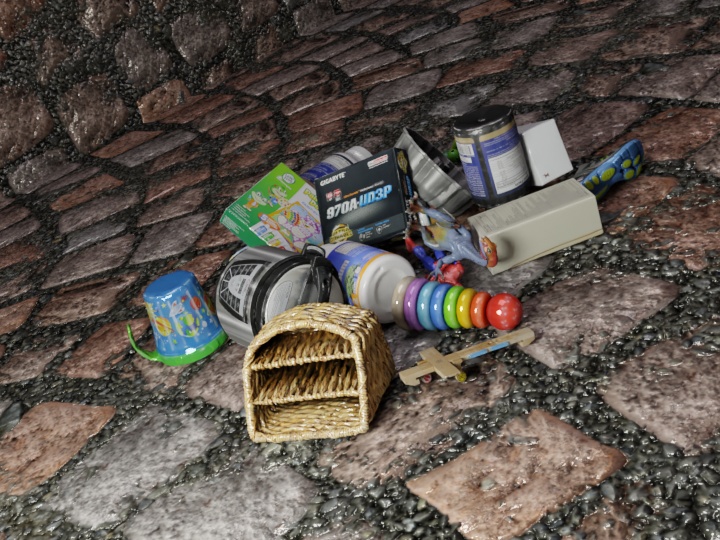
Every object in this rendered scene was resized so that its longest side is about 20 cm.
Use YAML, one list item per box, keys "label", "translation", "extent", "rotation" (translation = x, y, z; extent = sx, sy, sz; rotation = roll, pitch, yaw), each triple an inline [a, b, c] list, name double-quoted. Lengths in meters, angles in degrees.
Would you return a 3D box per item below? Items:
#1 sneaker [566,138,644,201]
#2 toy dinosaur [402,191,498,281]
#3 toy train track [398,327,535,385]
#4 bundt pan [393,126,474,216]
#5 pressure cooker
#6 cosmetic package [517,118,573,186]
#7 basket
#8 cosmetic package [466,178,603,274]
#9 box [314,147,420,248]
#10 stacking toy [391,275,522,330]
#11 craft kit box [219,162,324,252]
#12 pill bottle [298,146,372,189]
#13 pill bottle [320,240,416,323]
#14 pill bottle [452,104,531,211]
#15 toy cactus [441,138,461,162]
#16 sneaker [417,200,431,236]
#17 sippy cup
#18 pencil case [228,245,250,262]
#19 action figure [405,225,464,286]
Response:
- label: "sneaker"
  translation: [0.430, -0.180, 1.698]
  extent: [0.199, 0.071, 0.082]
  rotation: [-33, 33, -20]
- label: "toy dinosaur"
  translation: [0.158, -0.063, 1.556]
  extent: [0.180, 0.106, 0.200]
  rotation: [25, 34, 21]
- label: "toy train track"
  translation: [0.152, 0.127, 1.333]
  extent: [0.198, 0.033, 0.115]
  rotation: [-19, 16, -10]
- label: "bundt pan"
  translation: [0.133, -0.178, 1.807]
  extent: [0.076, 0.201, 0.202]
  rotation: [-46, 19, 15]
- label: "pressure cooker"
  translation: [-0.119, 0.053, 1.519]
  extent: [0.178, 0.178, 0.199]
  rotation: [-32, 27, -28]
- label: "cosmetic package"
  translation: [0.307, -0.215, 1.774]
  extent: [0.071, 0.102, 0.200]
  rotation: [-25, 9, -11]
- label: "basket"
  translation: [-0.070, 0.139, 1.339]
  extent: [0.198, 0.144, 0.149]
  rotation: [-8, 26, 27]
- label: "cosmetic package"
  translation: [0.289, -0.075, 1.588]
  extent: [0.198, 0.074, 0.104]
  rotation: [-21, 24, 0]
- label: "box"
  translation: [0.011, -0.119, 1.759]
  extent: [0.198, 0.161, 0.046]
  rotation: [-17, -13, 37]
- label: "stacking toy"
  translation: [0.148, 0.058, 1.429]
  extent: [0.198, 0.086, 0.085]
  rotation: [6, 34, 34]
- label: "craft kit box"
  translation: [-0.135, -0.091, 1.834]
  extent: [0.198, 0.199, 0.049]
  rotation: [-48, -5, -48]
- label: "pill bottle"
  translation: [-0.057, -0.180, 2.028]
  extent: [0.115, 0.117, 0.199]
  rotation: [8, 36, 47]
- label: "pill bottle"
  translation: [-0.004, 0.013, 1.589]
  extent: [0.111, 0.113, 0.199]
  rotation: [-32, 26, -25]
- label: "pill bottle"
  translation: [0.240, -0.181, 1.692]
  extent: [0.110, 0.202, 0.112]
  rotation: [-16, 24, 8]
- label: "toy cactus"
  translation: [0.183, -0.223, 1.989]
  extent: [0.198, 0.103, 0.165]
  rotation: [-29, 6, -12]
- label: "sneaker"
  translation: [0.054, -0.086, 1.798]
  extent: [0.129, 0.080, 0.200]
  rotation: [-28, 22, -7]
- label: "sippy cup"
  translation: [-0.315, 0.076, 1.679]
  extent: [0.138, 0.132, 0.178]
  rotation: [2, 33, 42]
- label: "pencil case"
  translation: [-0.174, -0.038, 1.854]
  extent: [0.082, 0.092, 0.200]
  rotation: [10, 38, 28]
- label: "action figure"
  translation: [0.133, -0.009, 1.606]
  extent: [0.065, 0.052, 0.200]
  rotation: [-27, 29, -2]
